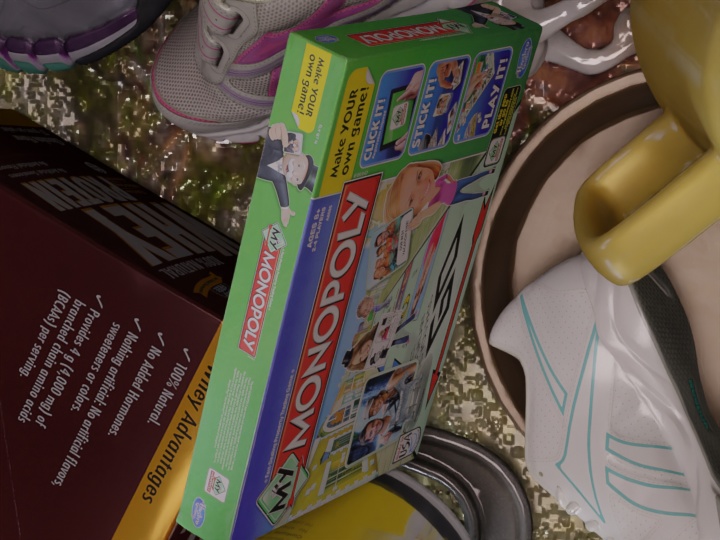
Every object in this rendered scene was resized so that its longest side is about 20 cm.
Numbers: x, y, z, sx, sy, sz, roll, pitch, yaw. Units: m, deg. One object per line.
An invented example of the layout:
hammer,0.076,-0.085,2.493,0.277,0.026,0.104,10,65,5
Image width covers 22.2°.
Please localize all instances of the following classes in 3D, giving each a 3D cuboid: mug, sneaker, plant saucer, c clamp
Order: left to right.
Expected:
sneaker,-0.170,-0.135,0.790,0.199,0.088,0.075,-1,59,33
sneaker,-0.036,-0.123,0.773,0.199,0.088,0.082,-32,54,41
c clamp,-0.017,0.155,0.865,0.170,0.027,0.201,27,101,6
sneaker,0.119,0.088,0.777,0.080,0.070,0.202,-27,71,23
plant saucer,0.148,0.008,0.817,0.198,0.029,0.202,1,98,10
mug,0.177,-0.070,0.700,0.148,0.153,0.188,15,110,-2

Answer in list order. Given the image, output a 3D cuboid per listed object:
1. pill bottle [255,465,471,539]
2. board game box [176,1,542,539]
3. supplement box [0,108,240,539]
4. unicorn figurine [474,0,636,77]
pill bottle,-0.035,0.172,0.748,0.111,0.200,0.113,15,124,24
board game box,0.000,0.000,0.714,0.029,0.134,0.202,27,116,27
supplement box,-0.144,0.060,0.811,0.199,0.133,0.198,30,101,12
unicorn figurine,0.064,-0.124,0.802,0.136,0.074,0.202,-11,79,12
